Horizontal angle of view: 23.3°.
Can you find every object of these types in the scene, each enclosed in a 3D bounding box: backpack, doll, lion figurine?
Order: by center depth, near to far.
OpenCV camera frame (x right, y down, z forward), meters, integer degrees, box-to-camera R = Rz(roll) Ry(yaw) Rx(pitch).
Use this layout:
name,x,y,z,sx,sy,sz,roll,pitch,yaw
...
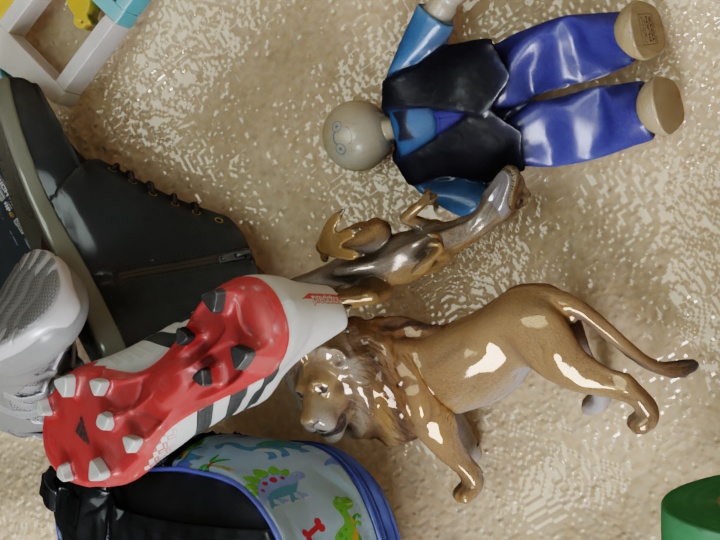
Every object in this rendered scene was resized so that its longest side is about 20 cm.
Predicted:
name,x,y,z,sx,sy,sz,roll,pitch,yaw
lion figurine,0.063,0.049,0.916,0.199,0.073,0.123,-28,108,20
doll,0.067,-0.092,0.933,0.199,0.048,0.137,-12,99,31
backpack,-0.057,0.176,0.947,0.200,0.147,0.184,-7,92,49

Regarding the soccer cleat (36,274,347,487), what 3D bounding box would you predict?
name,x,y,z,sx,sy,sz,roll,pitch,yaw
soccer cleat,-0.090,0.058,0.900,0.200,0.085,0.069,-35,72,37

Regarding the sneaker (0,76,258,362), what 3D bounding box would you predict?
name,x,y,z,sx,sy,sz,roll,pitch,yaw
sneaker,-0.139,-0.035,1.019,0.106,0.075,0.201,-23,76,-19

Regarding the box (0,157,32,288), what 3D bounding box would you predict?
name,x,y,z,sx,sy,sz,roll,pitch,yaw
box,-0.263,-0.022,1.104,0.160,0.043,0.200,-37,78,23

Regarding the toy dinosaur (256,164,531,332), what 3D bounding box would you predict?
name,x,y,z,sx,sy,sz,roll,pitch,yaw
toy dinosaur,0.000,0.000,0.937,0.199,0.106,0.061,-17,88,29

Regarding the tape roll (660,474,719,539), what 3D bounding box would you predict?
name,x,y,z,sx,sy,sz,roll,pitch,yaw
tape roll,0.236,0.126,0.783,0.199,0.200,0.048,0,95,26

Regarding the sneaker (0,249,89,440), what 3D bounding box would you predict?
name,x,y,z,sx,sy,sz,roll,pitch,yaw
sneaker,-0.177,0.048,0.981,0.082,0.200,0.075,32,67,-11

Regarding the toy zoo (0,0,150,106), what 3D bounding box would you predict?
name,x,y,z,sx,sy,sz,roll,pitch,yaw
toy zoo,-0.180,-0.193,1.050,0.131,0.020,0.200,44,104,17
